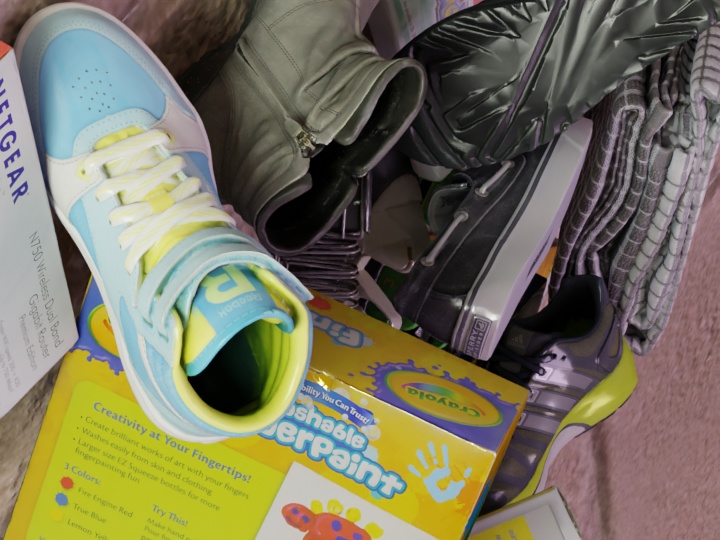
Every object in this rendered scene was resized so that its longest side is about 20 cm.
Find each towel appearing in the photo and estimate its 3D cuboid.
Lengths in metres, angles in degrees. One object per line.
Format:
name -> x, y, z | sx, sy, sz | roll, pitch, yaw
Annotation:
towel -> 0.168, -0.074, 1.601 | 0.166, 0.085, 0.200 | -75, 177, -51

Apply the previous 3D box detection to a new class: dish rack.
dish rack -> -0.023, 0.020, 1.317 | 0.153, 0.054, 0.200 | -84, 177, -69

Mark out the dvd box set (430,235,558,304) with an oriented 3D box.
dvd box set -> 0.048, 0.045, 1.633 | 0.200, 0.029, 0.147 | -5, 124, -63

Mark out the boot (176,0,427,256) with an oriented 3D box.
boot -> -0.006, -0.100, 1.208 | 0.068, 0.131, 0.200 | 38, 83, -37

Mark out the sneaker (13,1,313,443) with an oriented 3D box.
sneaker -> -0.076, -0.020, 1.082 | 0.079, 0.200, 0.131 | -28, -170, -15

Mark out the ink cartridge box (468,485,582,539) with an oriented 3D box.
ink cartridge box -> 0.013, 0.194, 1.464 | 0.200, 0.047, 0.198 | -19, 165, -11

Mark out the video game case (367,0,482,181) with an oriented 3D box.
video game case -> 0.069, -0.174, 1.375 | 0.182, 0.023, 0.200 | -48, 142, -25

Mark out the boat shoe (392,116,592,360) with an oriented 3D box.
boat shoe -> 0.070, -0.029, 1.412 | 0.200, 0.068, 0.072 | -59, 169, -47

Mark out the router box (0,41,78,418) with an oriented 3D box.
router box -> -0.203, 0.018, 1.072 | 0.180, 0.049, 0.200 | -47, 154, -26

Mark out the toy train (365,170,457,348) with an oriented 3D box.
toy train -> 0.060, -0.046, 1.494 | 0.042, 0.056, 0.200 | 35, 78, -45

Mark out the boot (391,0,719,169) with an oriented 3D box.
boot -> 0.106, -0.134, 1.339 | 0.200, 0.076, 0.168 | -29, -167, 15

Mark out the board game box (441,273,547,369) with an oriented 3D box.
board game box -> 0.037, 0.096, 1.556 | 0.200, 0.035, 0.136 | -43, 155, -47

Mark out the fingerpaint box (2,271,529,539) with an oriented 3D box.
fingerpaint box -> -0.046, 0.094, 1.224 | 0.073, 0.200, 0.167 | -52, 164, -62

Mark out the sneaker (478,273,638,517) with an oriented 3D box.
sneaker -> 0.086, 0.075, 1.516 | 0.200, 0.074, 0.081 | -46, 136, -38

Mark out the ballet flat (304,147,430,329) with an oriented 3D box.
ballet flat -> 0.000, 0.000, 1.437 | 0.073, 0.073, 0.200 | -12, 128, -60
